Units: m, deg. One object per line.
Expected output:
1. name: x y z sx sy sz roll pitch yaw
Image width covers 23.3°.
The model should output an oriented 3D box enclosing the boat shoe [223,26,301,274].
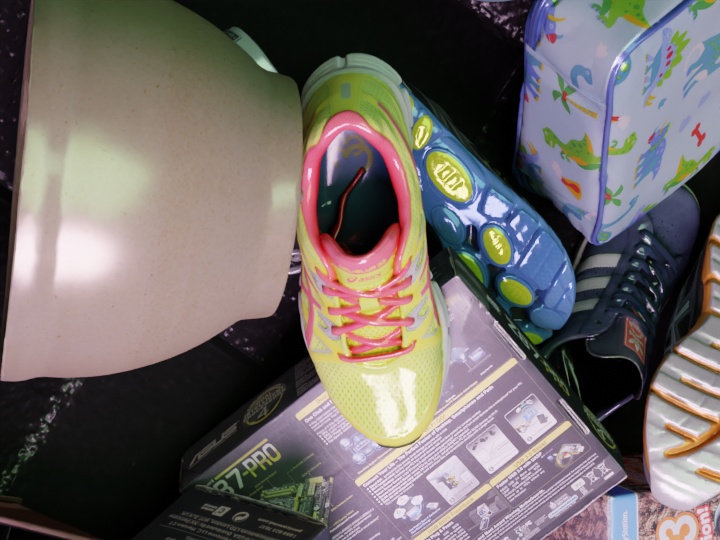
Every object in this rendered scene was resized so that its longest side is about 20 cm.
1. boat shoe: -0.036 -0.035 0.963 0.068 0.074 0.200 -39 109 -11

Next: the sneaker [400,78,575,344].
1. sneaker: 0.056 -0.042 0.995 0.071 0.083 0.200 -37 104 17

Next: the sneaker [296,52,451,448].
1. sneaker: 0.000 0.000 0.863 0.077 0.090 0.202 -9 107 4

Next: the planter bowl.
1. planter bowl: -0.102 -0.042 0.853 0.133 0.200 0.203 6 92 -13

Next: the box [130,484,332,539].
1. box: -0.094 0.231 0.881 0.200 0.104 0.149 -38 124 -39

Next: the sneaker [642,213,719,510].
1. sneaker: 0.212 0.057 1.038 0.078 0.077 0.201 25 60 1

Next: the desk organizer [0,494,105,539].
1. desk organizer: -0.201 0.222 0.895 0.072 0.076 0.202 21 85 -58

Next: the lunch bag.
1. lunch bag: 0.165 -0.120 0.987 0.160 0.201 0.082 -39 64 -17

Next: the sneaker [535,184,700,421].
1. sneaker: 0.155 0.031 1.045 0.075 0.084 0.201 39 79 -21

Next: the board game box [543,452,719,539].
1. board game box: 0.213 0.197 1.076 0.198 0.097 0.162 -4 96 -23

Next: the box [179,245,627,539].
1. box: 0.023 0.110 0.972 0.199 0.049 0.161 -39 111 12
